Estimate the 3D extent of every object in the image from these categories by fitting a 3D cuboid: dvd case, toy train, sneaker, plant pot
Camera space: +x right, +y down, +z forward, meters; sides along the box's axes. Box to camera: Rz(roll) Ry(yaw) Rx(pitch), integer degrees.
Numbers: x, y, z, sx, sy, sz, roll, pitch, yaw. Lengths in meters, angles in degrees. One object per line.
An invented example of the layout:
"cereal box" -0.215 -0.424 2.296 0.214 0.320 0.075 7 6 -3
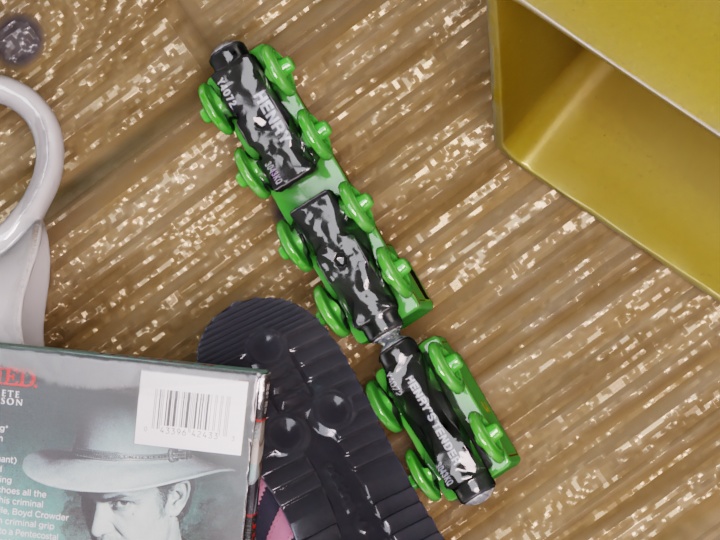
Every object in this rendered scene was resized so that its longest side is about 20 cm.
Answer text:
"dvd case" -0.112 0.128 1.027 0.145 0.022 0.201 5 92 9
"toy train" 0.000 0.000 1.092 0.042 0.056 0.200 -31 82 12
"sneaker" -0.006 0.111 1.061 0.070 0.082 0.201 -16 68 -12
"plant pot" 0.176 -0.084 1.008 0.200 0.200 0.177 34 81 11

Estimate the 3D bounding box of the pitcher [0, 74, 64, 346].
"pitcher" -0.210 0.011 1.104 0.199 0.121 0.172 -2 78 0
